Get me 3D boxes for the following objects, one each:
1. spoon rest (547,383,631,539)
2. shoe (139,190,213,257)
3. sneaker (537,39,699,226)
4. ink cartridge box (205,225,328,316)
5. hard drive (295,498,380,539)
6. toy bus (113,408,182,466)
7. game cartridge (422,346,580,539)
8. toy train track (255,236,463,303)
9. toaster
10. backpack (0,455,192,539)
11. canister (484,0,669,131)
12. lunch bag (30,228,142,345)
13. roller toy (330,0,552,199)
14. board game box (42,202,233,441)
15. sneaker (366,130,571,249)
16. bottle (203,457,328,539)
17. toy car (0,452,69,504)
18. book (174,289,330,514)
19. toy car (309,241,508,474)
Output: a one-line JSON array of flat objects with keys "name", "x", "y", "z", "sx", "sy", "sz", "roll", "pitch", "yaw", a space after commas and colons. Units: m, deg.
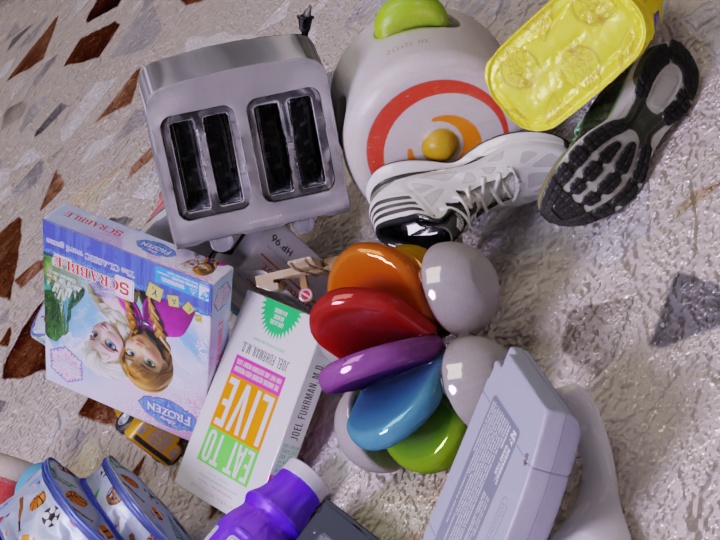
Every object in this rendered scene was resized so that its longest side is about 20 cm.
[{"name": "spoon rest", "x": 0.159, "y": 0.186, "z": 1.123, "sx": 0.099, "sy": 0.060, "sz": 0.201, "roll": -22, "pitch": 52, "yaw": 40}, {"name": "shoe", "x": -0.182, "y": -0.061, "z": 1.602, "sx": 0.200, "sy": 0.072, "sz": 0.091, "roll": -51, "pitch": 28, "yaw": -14}, {"name": "sneaker", "x": 0.219, "y": -0.117, "z": 1.376, "sx": 0.200, "sy": 0.077, "sz": 0.088, "roll": -49, "pitch": 19, "yaw": -14}, {"name": "ink cartridge box", "x": -0.098, "y": 0.000, "z": 1.603, "sx": 0.199, "sy": 0.116, "sz": 0.068, "roll": 9, "pitch": 61, "yaw": 55}, {"name": "hard drive", "x": -0.051, "y": 0.299, "z": 1.279, "sx": 0.200, "sy": 0.033, "sz": 0.139, "roll": -53, "pitch": 30, "yaw": -7}, {"name": "toy bus", "x": -0.231, "y": 0.131, "z": 1.682, "sx": 0.078, "sy": 0.065, "sz": 0.200, "roll": -46, "pitch": 29, "yaw": 2}, {"name": "game cartridge", "x": 0.100, "y": 0.172, "z": 1.140, "sx": 0.133, "sy": 0.040, "sz": 0.201, "roll": -111, "pitch": 40, "yaw": -68}, {"name": "toy train track", "x": 0.000, "y": 0.000, "z": 1.449, "sx": 0.199, "sy": 0.115, "sz": 0.033, "roll": -13, "pitch": 83, "yaw": 12}, {"name": "toaster", "x": -0.110, "y": -0.129, "z": 1.473, "sx": 0.179, "sy": 0.201, "sz": 0.119, "roll": -12, "pitch": 21, "yaw": -7}, {"name": "backpack", "x": -0.242, "y": 0.262, "z": 1.418, "sx": 0.154, "sy": 0.190, "sz": 0.200, "roll": -52, "pitch": 29, "yaw": -7}, {"name": "canister", "x": 0.202, "y": -0.209, "z": 1.393, "sx": 0.148, "sy": 0.087, "sz": 0.200, "roll": -41, "pitch": 1, "yaw": 24}, {"name": "lunch bag", "x": -0.315, "y": 0.035, "z": 1.896, "sx": 0.199, "sy": 0.075, "sz": 0.161, "roll": -14, "pitch": 47, "yaw": 44}, {"name": "roller toy", "x": 0.068, "y": -0.146, "z": 1.486, "sx": 0.183, "sy": 0.199, "sz": 0.140, "roll": -49, "pitch": 27, "yaw": 22}, {"name": "board game box", "x": -0.224, "y": 0.055, "z": 1.535, "sx": 0.199, "sy": 0.201, "sz": 0.041, "roll": 20, "pitch": 36, "yaw": 20}, {"name": "sneaker", "x": 0.105, "y": -0.057, "z": 1.393, "sx": 0.199, "sy": 0.076, "sz": 0.116, "roll": -12, "pitch": 36, "yaw": 7}, {"name": "bottle", "x": -0.107, "y": 0.254, "z": 1.356, "sx": 0.065, "sy": 0.084, "sz": 0.200, "roll": 35, "pitch": 67, "yaw": 17}, {"name": "toy car", "x": -0.355, "y": 0.298, "z": 1.570, "sx": 0.183, "sy": 0.177, "sz": 0.201, "roll": 2, "pitch": 69, "yaw": 40}, {"name": "book", "x": -0.093, "y": 0.131, "z": 1.463, "sx": 0.133, "sy": 0.048, "sz": 0.201, "roll": 19, "pitch": 89, "yaw": 53}, {"name": "toy car", "x": 0.026, "y": 0.070, "z": 1.288, "sx": 0.174, "sy": 0.149, "sz": 0.201, "roll": -24, "pitch": 68, "yaw": 34}]
